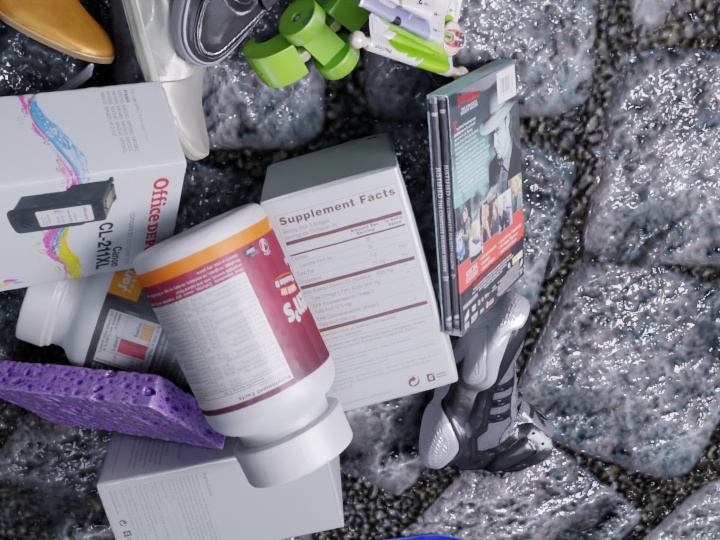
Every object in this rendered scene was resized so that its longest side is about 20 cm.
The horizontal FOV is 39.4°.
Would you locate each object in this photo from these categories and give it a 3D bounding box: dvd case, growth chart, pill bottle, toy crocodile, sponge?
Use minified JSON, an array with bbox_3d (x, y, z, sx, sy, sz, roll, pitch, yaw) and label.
[{"bbox_3d":[0.101,-0.065,0.844,0.022,0.146,0.200,8,115,29],"label":"dvd case"},{"bbox_3d":[0.044,-0.253,0.769,0.145,0.018,0.200,1,103,-40],"label":"growth chart"},{"bbox_3d":[-0.185,0.045,0.876,0.200,0.116,0.117,19,108,-11],"label":"pill bottle"},{"bbox_3d":[-0.010,-0.223,0.817,0.200,0.062,0.067,-43,138,10],"label":"toy crocodile"},{"bbox_3d":[-0.225,0.114,0.869,0.200,0.030,0.112,2,155,27],"label":"sponge"},{"bbox_3d":[-0.086,0.058,0.780,0.109,0.110,0.200,-23,98,6],"label":"pill bottle"}]

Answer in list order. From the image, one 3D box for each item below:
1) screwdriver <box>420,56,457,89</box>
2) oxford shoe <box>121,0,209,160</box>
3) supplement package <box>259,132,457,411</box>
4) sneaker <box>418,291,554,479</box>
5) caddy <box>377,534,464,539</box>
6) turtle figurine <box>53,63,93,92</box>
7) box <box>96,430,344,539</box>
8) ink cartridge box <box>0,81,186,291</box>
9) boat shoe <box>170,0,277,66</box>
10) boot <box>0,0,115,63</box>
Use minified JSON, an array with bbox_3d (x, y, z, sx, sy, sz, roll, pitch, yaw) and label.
[{"bbox_3d":[0.029,-0.209,0.801,0.028,0.029,0.200,-40,130,6],"label":"screwdriver"},{"bbox_3d":[-0.150,-0.187,0.813,0.058,0.075,0.200,-12,106,4],"label":"oxford shoe"},{"bbox_3d":[0.000,0.000,0.868,0.117,0.117,0.200,-15,110,5],"label":"supplement package"},{"bbox_3d":[0.138,0.113,0.942,0.114,0.076,0.200,18,118,-12],"label":"sneaker"},{"bbox_3d":[0.040,0.325,0.983,0.200,0.141,0.105,-6,116,-2],"label":"caddy"},{"bbox_3d":[-0.347,-0.101,0.790,0.200,0.144,0.194,23,118,5],"label":"turtle figurine"},{"bbox_3d":[-0.123,0.181,0.926,0.200,0.124,0.098,-12,113,2],"label":"box"},{"bbox_3d":[-0.243,-0.059,0.763,0.200,0.083,0.146,-11,152,-22],"label":"ink cartridge box"},{"bbox_3d":[-0.072,-0.242,0.773,0.070,0.066,0.200,37,87,-40],"label":"boat shoe"},{"bbox_3d":[-0.251,-0.268,0.777,0.201,0.071,0.144,33,106,-10],"label":"boot"}]
